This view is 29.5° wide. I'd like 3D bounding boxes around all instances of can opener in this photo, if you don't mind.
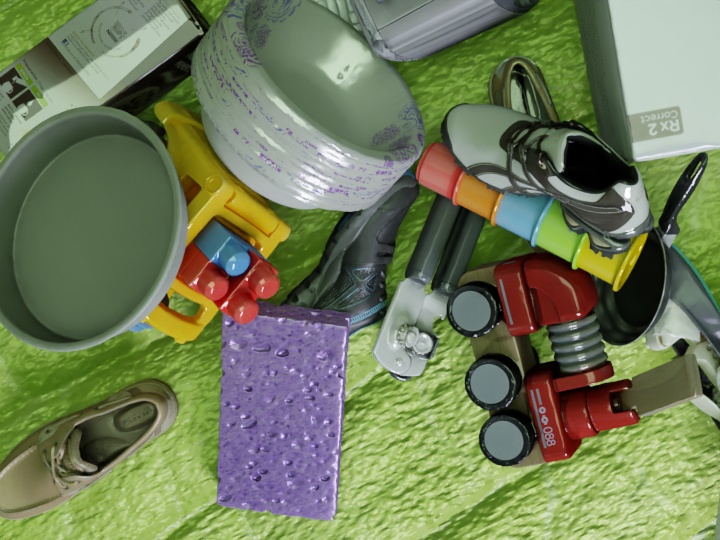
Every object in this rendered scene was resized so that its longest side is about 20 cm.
[{"bbox_3d":[0.062,0.001,1.220,0.052,0.066,0.201,24,87,-18],"label":"can opener"}]

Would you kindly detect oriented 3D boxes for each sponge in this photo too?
[{"bbox_3d":[-0.070,0.126,1.219,0.111,0.030,0.201,6,114,4],"label":"sponge"}]

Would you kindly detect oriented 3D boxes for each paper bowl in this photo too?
[{"bbox_3d":[-0.052,-0.132,1.141,0.201,0.201,0.104,42,121,0],"label":"paper bowl"}]

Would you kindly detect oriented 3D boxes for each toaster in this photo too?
[{"bbox_3d":[0.068,-0.247,1.151,0.129,0.200,0.114,-23,91,21],"label":"toaster"}]

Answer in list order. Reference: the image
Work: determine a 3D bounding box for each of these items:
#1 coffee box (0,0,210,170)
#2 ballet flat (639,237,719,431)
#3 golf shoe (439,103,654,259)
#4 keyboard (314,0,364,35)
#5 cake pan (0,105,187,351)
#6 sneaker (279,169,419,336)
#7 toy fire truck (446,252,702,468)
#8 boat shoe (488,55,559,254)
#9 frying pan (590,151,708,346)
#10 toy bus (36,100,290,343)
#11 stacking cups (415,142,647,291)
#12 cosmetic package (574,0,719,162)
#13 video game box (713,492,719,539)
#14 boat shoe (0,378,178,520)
[{"bbox_3d":[-0.227,-0.173,1.194,0.200,0.113,0.080,-36,89,5],"label":"coffee box"},{"bbox_3d":[0.294,0.065,1.202,0.073,0.073,0.200,-34,94,5],"label":"ballet flat"},{"bbox_3d":[0.151,-0.097,1.099,0.200,0.095,0.078,31,66,23],"label":"golf shoe"},{"bbox_3d":[-0.021,-0.213,1.234,0.056,0.011,0.201,-14,93,4],"label":"keyboard"},{"bbox_3d":[-0.222,-0.032,1.103,0.199,0.037,0.201,-5,77,24],"label":"cake pan"},{"bbox_3d":[0.000,0.000,1.222,0.082,0.073,0.200,34,105,-5],"label":"sneaker"},{"bbox_3d":[0.187,0.069,1.155,0.199,0.129,0.177,-13,93,21],"label":"toy fire truck"},{"bbox_3d":[0.157,-0.090,1.199,0.071,0.076,0.201,-21,93,2],"label":"boat shoe"},{"bbox_3d":[0.245,-0.026,1.181,0.031,0.115,0.191,8,108,-26],"label":"frying pan"},{"bbox_3d":[-0.157,-0.009,1.153,0.200,0.136,0.192,-47,51,6],"label":"toy bus"},{"bbox_3d":[0.144,-0.056,1.158,0.199,0.060,0.061,30,95,17],"label":"stacking cups"},{"bbox_3d":[0.277,-0.182,1.125,0.164,0.200,0.166,-11,93,3],"label":"cosmetic package"},{"bbox_3d":[0.410,0.159,1.186,0.199,0.047,0.183,5,96,-19],"label":"video game box"},{"bbox_3d":[-0.260,0.163,1.243,0.200,0.065,0.071,-34,91,4],"label":"boat shoe"}]
